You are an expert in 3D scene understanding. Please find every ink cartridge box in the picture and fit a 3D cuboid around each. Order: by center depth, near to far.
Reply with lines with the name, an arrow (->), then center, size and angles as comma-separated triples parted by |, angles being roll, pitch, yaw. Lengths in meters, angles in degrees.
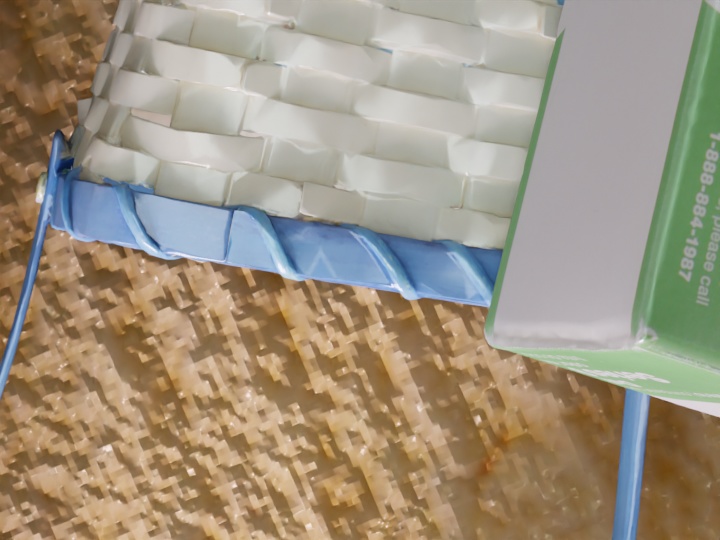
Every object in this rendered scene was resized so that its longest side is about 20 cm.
ink cartridge box -> 0.146, -0.025, 0.680 | 0.199, 0.087, 0.146 | 16, 82, -20

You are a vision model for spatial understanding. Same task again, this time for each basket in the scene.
basket -> 0.000, 0.000, 0.743 | 0.175, 0.139, 0.201 | 12, 89, -8
